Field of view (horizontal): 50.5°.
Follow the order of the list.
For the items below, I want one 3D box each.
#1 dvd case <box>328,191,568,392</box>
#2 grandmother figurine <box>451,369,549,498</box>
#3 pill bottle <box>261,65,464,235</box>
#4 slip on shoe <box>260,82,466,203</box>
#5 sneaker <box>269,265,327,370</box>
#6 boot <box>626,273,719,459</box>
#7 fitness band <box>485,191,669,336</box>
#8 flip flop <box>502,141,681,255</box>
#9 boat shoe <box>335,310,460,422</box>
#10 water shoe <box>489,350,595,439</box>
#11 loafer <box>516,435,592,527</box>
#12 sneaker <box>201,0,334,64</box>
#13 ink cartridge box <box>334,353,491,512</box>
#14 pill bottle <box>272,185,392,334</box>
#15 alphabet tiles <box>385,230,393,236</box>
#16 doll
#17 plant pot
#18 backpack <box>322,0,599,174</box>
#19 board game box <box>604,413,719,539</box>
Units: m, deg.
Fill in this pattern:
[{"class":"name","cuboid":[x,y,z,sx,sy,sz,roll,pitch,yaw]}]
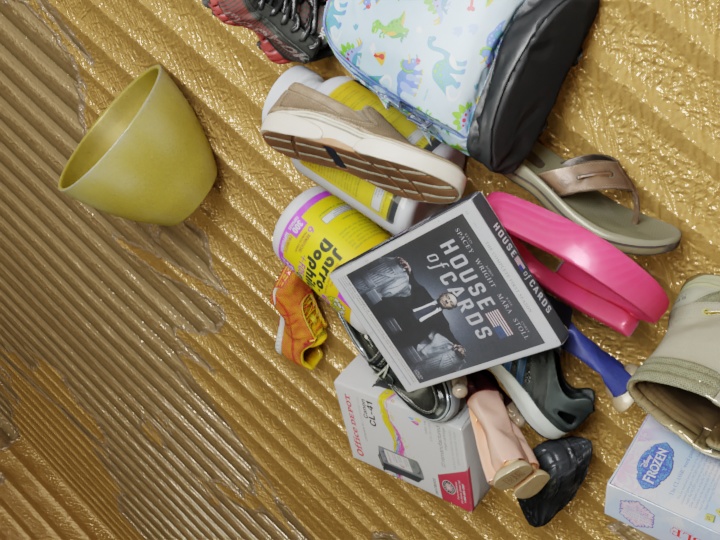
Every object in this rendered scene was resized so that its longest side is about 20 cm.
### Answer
[{"class":"dvd case","cuboid":[0.075,0.030,0.715,0.199,0.025,0.151,-27,100,46]},{"class":"grandmother figurine","cuboid":[0.134,0.143,0.833,0.060,0.201,0.121,-34,134,14]},{"class":"pill bottle","cuboid":[-0.001,-0.126,0.776,0.199,0.112,0.113,35,140,18]},{"class":"slip on shoe","cuboid":[0.006,-0.117,0.681,0.198,0.061,0.076,19,165,24]},{"class":"sneaker","cuboid":[-0.077,0.058,1.046,0.076,0.073,0.201,23,144,20]},{"class":"boot","cuboid":[0.326,0.089,0.594,0.198,0.154,0.073,24,135,30]},{"class":"fitness band","cuboid":[0.182,-0.009,0.678,0.143,0.038,0.200,41,176,-35]},{"class":"flip flop","cuboid":[0.191,-0.082,0.664,0.200,0.081,0.058,41,127,20]},{"class":"boat shoe","cuboid":[0.033,0.100,0.897,0.200,0.071,0.072,48,114,23]},{"class":"water shoe","cuboid":[0.175,0.083,0.826,0.079,0.071,0.201,-39,87,22]},{"class":"loafer","cuboid":[0.226,0.249,0.894,0.202,0.069,0.069,88,161,-56]},{"class":"sneaker","cuboid":[-0.076,-0.250,0.721,0.097,0.200,0.072,13,88,21]},{"class":"ink cartridge box","cuboid":[0.075,0.202,0.991,0.198,0.086,0.149,13,129,36]},{"class":"pill bottle","cuboid":[0.000,0.000,0.851,0.200,0.104,0.105,40,142,24]},{"class":"alphabet tiles","cuboid":[0.013,0.008,0.951,0.196,0.015,0.200,50,142,2]},{"class":"doll","cuboid":[0.185,0.052,0.739,0.199,0.136,0.049,39,102,1]},{"class":"plant pot","cuboid":[-0.271,-0.142,0.993,0.142,0.202,0.199,40,149,-30]},{"class":"backpack","cuboid":[0.065,-0.197,0.638,0.200,0.153,0.165,42,117,34]},{"class":"board game box","cuboid":[0.329,0.158,0.613,0.198,0.200,0.042,20,134,33]}]
